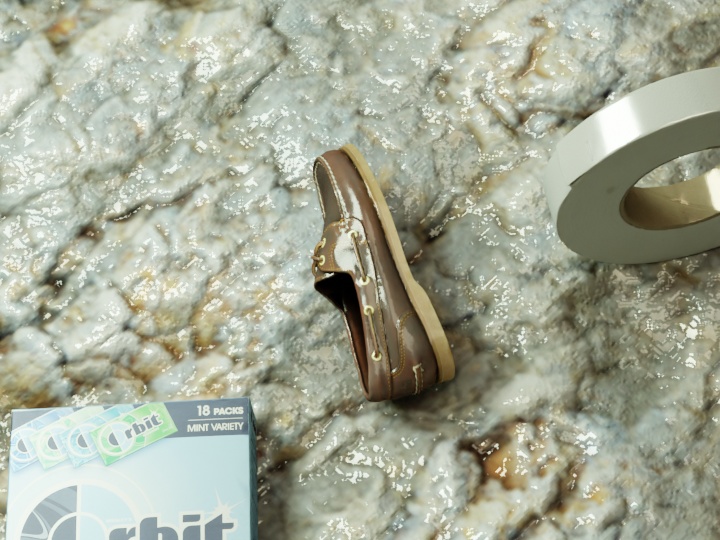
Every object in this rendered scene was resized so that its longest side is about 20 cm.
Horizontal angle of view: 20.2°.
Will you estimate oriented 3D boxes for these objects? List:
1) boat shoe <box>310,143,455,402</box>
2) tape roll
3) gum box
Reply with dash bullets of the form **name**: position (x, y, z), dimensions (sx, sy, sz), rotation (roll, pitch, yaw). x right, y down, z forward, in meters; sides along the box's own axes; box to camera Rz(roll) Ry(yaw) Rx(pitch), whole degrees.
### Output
- **boat shoe**: position (0.000, 0.000, 1.445), dimensions (0.070, 0.070, 0.201), rotation (-18, 63, -10)
- **tape roll**: position (0.225, -0.070, 1.396), dimensions (0.202, 0.203, 0.037), rotation (-12, 62, -3)
- **gum box**: position (-0.155, 0.189, 1.371), dimensions (0.169, 0.045, 0.201), rotation (-3, 61, 2)
